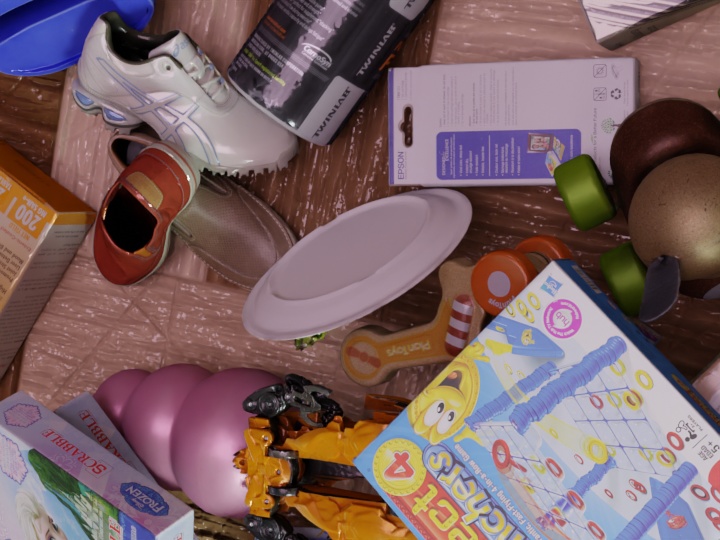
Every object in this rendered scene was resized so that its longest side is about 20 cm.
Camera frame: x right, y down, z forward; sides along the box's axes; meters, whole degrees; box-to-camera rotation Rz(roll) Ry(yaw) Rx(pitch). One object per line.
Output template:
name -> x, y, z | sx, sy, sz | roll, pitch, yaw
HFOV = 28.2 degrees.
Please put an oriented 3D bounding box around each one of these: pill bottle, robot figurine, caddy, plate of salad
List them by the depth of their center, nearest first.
robot figurine -> -0.007, 0.153, 1.068 | 0.199, 0.058, 0.146 | 5, 97, 32
plate of salad -> 0.000, 0.000, 1.117 | 0.200, 0.200, 0.048 | -21, 115, 18
pill bottle -> -0.010, -0.207, 1.142 | 0.106, 0.106, 0.200 | 39, 102, 13
caddy -> -0.261, -0.254, 1.205 | 0.199, 0.141, 0.105 | -19, 56, 18

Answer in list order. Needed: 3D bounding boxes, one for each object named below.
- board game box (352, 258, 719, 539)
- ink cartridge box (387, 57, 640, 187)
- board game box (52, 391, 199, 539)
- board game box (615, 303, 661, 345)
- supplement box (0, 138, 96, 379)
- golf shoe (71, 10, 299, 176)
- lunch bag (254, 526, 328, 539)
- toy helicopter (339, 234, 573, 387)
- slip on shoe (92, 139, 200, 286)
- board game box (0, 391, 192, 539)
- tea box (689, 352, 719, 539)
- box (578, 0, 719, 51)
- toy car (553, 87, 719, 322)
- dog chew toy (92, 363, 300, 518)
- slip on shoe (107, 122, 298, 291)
board game box -> 0.131, 0.130, 0.937 | 0.196, 0.056, 0.200 | -47, 75, 15
ink cartridge box -> 0.121, -0.116, 1.140 | 0.199, 0.039, 0.100 | 1, 93, 17
board game box -> -0.217, 0.232, 1.218 | 0.200, 0.041, 0.200 | 51, 138, 11
board game box -> 0.130, 0.108, 1.113 | 0.103, 0.105, 0.200 | 35, 103, 14
supplement box -> -0.344, -0.004, 1.282 | 0.126, 0.074, 0.200 | 35, 103, 14
golf shoe -> -0.142, -0.146, 1.180 | 0.199, 0.078, 0.097 | 20, 132, 3
lunch bag -> 0.007, 0.272, 1.134 | 0.199, 0.083, 0.161 | -2, 131, 23
toy helicopter -> 0.073, 0.058, 1.051 | 0.200, 0.079, 0.133 | -14, 93, 33
slip on shoe -> -0.191, -0.038, 1.190 | 0.074, 0.061, 0.200 | 44, 146, 0
board game box -> -0.216, 0.225, 1.138 | 0.199, 0.041, 0.201 | 27, 128, 31
tea box -> 0.256, 0.153, 1.025 | 0.134, 0.197, 0.200 | 45, 104, 11
box -> 0.260, -0.236, 1.066 | 0.200, 0.082, 0.069 | -23, 87, 19
toy car -> 0.241, -0.024, 1.003 | 0.164, 0.200, 0.158 | -26, 111, 14
dog chew toy -> -0.141, 0.133, 1.202 | 0.199, 0.124, 0.125 | 11, 96, 26
slip on shoe -> -0.134, -0.054, 1.216 | 0.200, 0.061, 0.076 | 46, 105, 11
